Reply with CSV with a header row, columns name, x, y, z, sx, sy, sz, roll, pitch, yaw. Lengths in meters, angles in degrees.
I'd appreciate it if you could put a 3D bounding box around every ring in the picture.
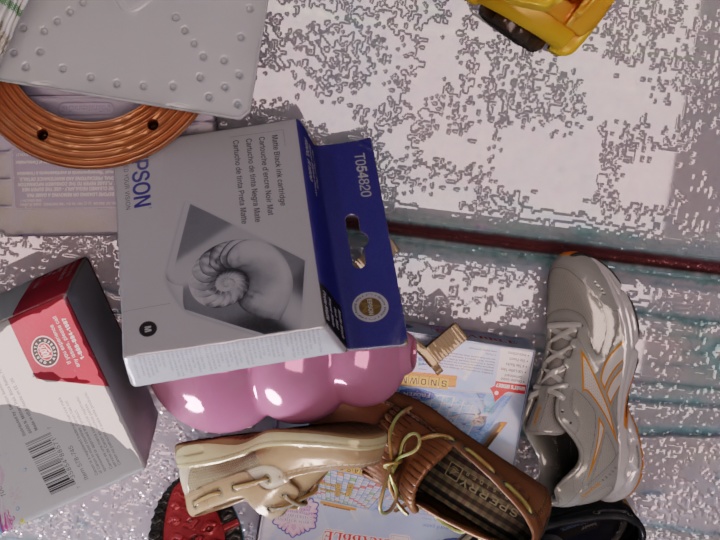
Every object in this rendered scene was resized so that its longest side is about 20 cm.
name,x,y,z,sx,sy,sz,roll,pitch,yaw
ring,-0.200,-0.173,1.250,0.197,0.019,0.203,0,80,-1

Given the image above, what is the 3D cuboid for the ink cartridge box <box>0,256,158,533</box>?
name,x,y,z,sx,sy,sz,roll,pitch,yaw
ink cartridge box,-0.273,0.105,1.264,0.198,0.145,0.147,-23,102,1

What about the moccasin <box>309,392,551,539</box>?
name,x,y,z,sx,sy,sz,roll,pitch,yaw
moccasin,0.049,0.153,1.272,0.200,0.078,0.074,35,104,8

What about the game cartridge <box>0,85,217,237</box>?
name,x,y,z,sx,sy,sz,roll,pitch,yaw
game cartridge,-0.208,-0.091,1.286,0.197,0.038,0.131,0,105,-3

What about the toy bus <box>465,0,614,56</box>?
name,x,y,z,sx,sy,sz,roll,pitch,yaw
toy bus,0.115,-0.245,1.194,0.199,0.192,0.136,33,96,-11

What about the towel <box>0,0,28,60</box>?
name,x,y,z,sx,sy,sz,roll,pitch,yaw
towel,-0.281,-0.221,1.218,0.031,0.149,0.202,14,108,-50

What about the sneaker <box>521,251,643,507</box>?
name,x,y,z,sx,sy,sz,roll,pitch,yaw
sneaker,0.164,0.088,1.298,0.091,0.075,0.203,-11,94,-37

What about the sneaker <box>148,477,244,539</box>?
name,x,y,z,sx,sy,sz,roll,pitch,yaw
sneaker,-0.112,0.263,1.340,0.078,0.096,0.202,-19,76,0

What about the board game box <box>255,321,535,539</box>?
name,x,y,z,sx,sy,sz,roll,pitch,yaw
board game box,0.026,0.141,1.341,0.197,0.041,0.202,9,100,-5

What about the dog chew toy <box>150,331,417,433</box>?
name,x,y,z,sx,sy,sz,roll,pitch,yaw
dog chew toy,-0.056,0.059,1.240,0.197,0.125,0.126,1,102,14

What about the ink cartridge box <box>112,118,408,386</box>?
name,x,y,z,sx,sy,sz,roll,pitch,yaw
ink cartridge box,-0.076,-0.021,1.206,0.197,0.201,0.041,-9,143,-3

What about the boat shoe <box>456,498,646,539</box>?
name,x,y,z,sx,sy,sz,roll,pitch,yaw
boat shoe,0.139,0.229,1.323,0.198,0.062,0.076,-19,113,-21

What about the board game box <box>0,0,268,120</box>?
name,x,y,z,sx,sy,sz,roll,pitch,yaw
board game box,-0.163,-0.222,1.231,0.197,0.026,0.203,9,85,0

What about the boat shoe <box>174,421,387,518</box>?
name,x,y,z,sx,sy,sz,roll,pitch,yaw
boat shoe,-0.057,0.151,1.254,0.199,0.071,0.065,-12,83,42

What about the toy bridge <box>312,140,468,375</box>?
name,x,y,z,sx,sy,sz,roll,pitch,yaw
toy bridge,0.000,0.000,1.291,0.067,0.027,0.201,-38,89,-6
